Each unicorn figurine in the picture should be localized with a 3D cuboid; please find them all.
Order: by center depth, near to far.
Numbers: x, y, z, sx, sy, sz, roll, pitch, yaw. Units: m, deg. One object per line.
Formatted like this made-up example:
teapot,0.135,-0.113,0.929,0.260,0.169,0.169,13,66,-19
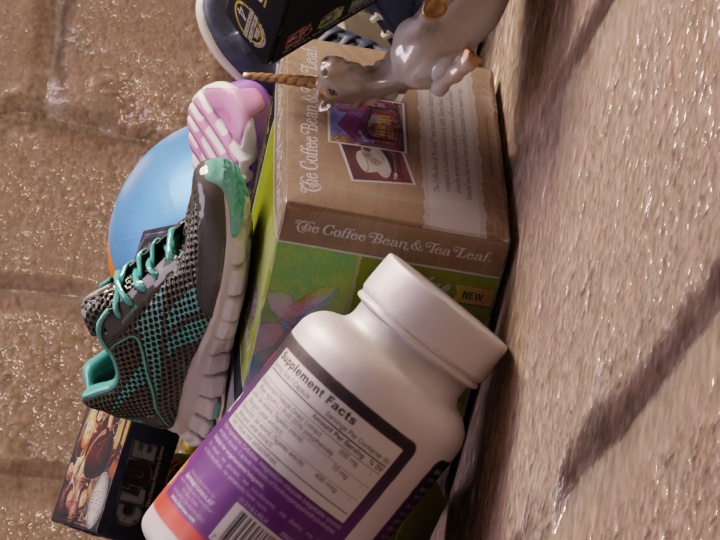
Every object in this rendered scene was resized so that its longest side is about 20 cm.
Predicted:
unicorn figurine,0.046,-0.142,1.590,0.074,0.200,0.137,55,169,-3

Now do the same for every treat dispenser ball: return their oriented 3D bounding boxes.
treat dispenser ball,-0.092,-0.018,2.203,0.201,0.200,0.202,-170,90,-83

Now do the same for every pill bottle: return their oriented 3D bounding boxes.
pill bottle,-0.015,0.093,1.543,0.200,0.111,0.111,-51,10,3

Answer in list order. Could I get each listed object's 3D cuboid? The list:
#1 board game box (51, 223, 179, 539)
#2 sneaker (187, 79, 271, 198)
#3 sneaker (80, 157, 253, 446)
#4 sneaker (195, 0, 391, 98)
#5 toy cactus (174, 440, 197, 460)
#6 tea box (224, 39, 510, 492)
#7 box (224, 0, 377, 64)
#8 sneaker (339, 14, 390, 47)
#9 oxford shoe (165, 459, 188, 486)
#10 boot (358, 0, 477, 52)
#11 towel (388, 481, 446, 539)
board game box,-0.137,0.071,1.820,0.135,0.035,0.201,172,116,-72
sneaker,-0.058,-0.056,1.846,0.200,0.088,0.081,92,157,-55
sneaker,-0.115,0.019,1.669,0.078,0.091,0.200,-92,13,-53
sneaker,-0.012,-0.126,1.800,0.075,0.200,0.085,-55,6,-22
toy cactus,-0.040,0.097,1.895,0.102,0.200,0.165,53,-177,36
tea box,0.000,0.000,1.690,0.200,0.133,0.197,-91,12,-57
box,0.024,-0.212,1.617,0.049,0.200,0.161,52,157,15
sneaker,0.001,-0.119,2.041,0.200,0.075,0.106,-90,21,-48
oxford shoe,-0.099,0.143,1.787,0.071,0.073,0.200,-34,-17,-45
boot,0.032,-0.167,1.835,0.073,0.090,0.200,-89,11,-50
towel,-0.003,0.204,1.595,0.086,0.018,0.200,70,-137,-68
